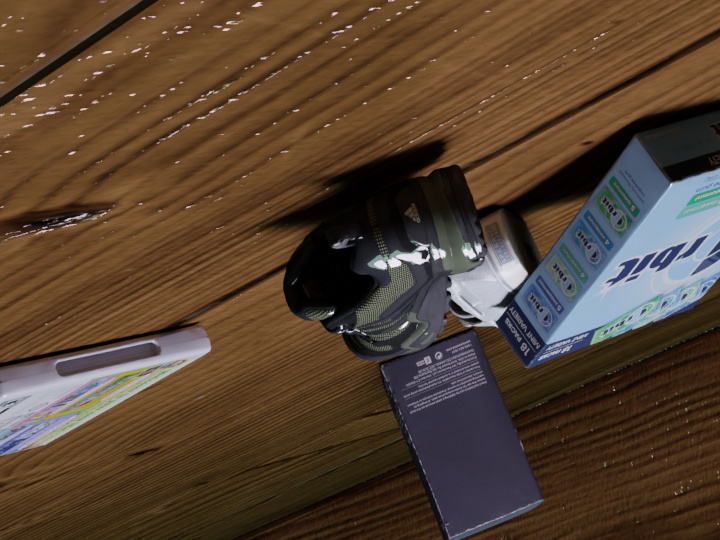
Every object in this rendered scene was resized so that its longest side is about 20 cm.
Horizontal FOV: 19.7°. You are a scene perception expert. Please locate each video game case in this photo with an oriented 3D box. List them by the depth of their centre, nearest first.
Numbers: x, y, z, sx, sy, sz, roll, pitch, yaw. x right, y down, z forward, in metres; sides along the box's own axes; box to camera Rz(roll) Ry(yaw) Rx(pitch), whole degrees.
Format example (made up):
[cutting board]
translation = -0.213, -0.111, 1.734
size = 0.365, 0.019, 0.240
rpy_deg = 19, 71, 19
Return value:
[video game case]
translation = -0.224, 0.092, 1.365
size = 0.200, 0.022, 0.181
rpy_deg = -30, 168, 40

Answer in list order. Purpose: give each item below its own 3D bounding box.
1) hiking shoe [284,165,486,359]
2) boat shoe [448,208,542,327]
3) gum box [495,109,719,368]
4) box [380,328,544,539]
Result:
[hiking shoe]
translation = 0.000, 0.000, 1.169
size = 0.100, 0.076, 0.200
rpy_deg = -10, 159, -16
[boat shoe]
translation = 0.091, 0.005, 1.447
size = 0.071, 0.070, 0.201
rpy_deg = -22, 165, 10
[gum box]
translation = 0.202, -0.028, 1.369
size = 0.169, 0.045, 0.200
rpy_deg = -18, 152, -37
[box]
translation = 0.100, 0.171, 2.087
size = 0.104, 0.183, 0.200
rpy_deg = -21, 172, -2
